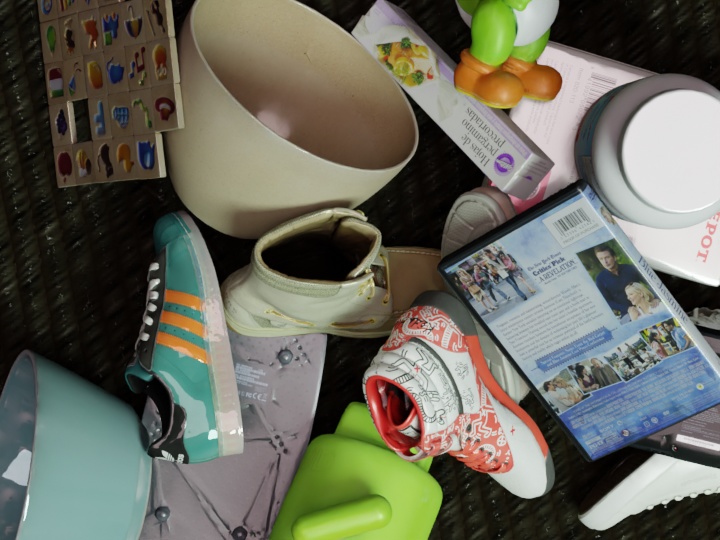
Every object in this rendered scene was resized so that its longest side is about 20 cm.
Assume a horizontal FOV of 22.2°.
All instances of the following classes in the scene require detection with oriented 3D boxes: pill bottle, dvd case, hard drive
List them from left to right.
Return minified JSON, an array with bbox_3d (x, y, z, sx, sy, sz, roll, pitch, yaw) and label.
[{"bbox_3d":[-0.109,0.131,1.484,0.135,0.042,0.201,14,92,0],"label":"hard drive"},{"bbox_3d":[0.168,0.041,1.364,0.143,0.018,0.200,-30,104,36],"label":"dvd case"},{"bbox_3d":[0.214,-0.084,1.306,0.108,0.200,0.109,0,93,1],"label":"pill bottle"}]

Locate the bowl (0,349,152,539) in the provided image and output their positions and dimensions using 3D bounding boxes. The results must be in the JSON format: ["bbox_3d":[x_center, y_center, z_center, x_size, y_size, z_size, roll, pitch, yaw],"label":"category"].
[{"bbox_3d":[-0.228,0.169,1.428,0.105,0.201,0.201,12,94,-19],"label":"bowl"}]

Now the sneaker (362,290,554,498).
[{"bbox_3d":[0.071,0.124,1.409,0.108,0.067,0.202,-50,121,-38],"label":"sneaker"}]

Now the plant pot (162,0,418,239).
[{"bbox_3d":[-0.075,-0.103,1.412,0.200,0.200,0.135,38,122,-2],"label":"plant pot"}]

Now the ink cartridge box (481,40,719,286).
[{"bbox_3d":[0.206,-0.084,1.448,0.199,0.083,0.147,17,93,0],"label":"ink cartridge box"}]

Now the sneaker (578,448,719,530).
[{"bbox_3d":[0.270,0.161,1.464,0.200,0.073,0.085,-37,93,8],"label":"sneaker"}]

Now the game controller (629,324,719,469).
[{"bbox_3d":[0.268,0.098,1.413,0.199,0.042,0.105,13,104,11],"label":"game controller"}]

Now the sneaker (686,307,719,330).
[{"bbox_3d":[0.248,0.044,1.459,0.200,0.076,0.116,-27,95,4],"label":"sneaker"}]

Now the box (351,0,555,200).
[{"bbox_3d":[0.069,-0.134,1.418,0.039,0.041,0.200,-50,61,16],"label":"box"}]

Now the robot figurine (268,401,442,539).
[{"bbox_3d":[-0.009,0.208,1.436,0.115,0.176,0.200,18,70,16],"label":"robot figurine"}]

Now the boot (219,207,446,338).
[{"bbox_3d":[0.000,0.000,1.404,0.199,0.155,0.072,-5,74,-17],"label":"boot"}]

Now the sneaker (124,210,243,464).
[{"bbox_3d":[-0.146,0.050,1.413,0.080,0.071,0.201,-9,72,-13],"label":"sneaker"}]

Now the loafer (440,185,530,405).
[{"bbox_3d":[0.109,0.017,1.437,0.072,0.063,0.200,21,129,37],"label":"loafer"}]

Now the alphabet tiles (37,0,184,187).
[{"bbox_3d":[-0.193,-0.152,1.408,0.008,0.200,0.168,-8,94,-37],"label":"alphabet tiles"}]

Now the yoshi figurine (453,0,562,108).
[{"bbox_3d":[0.138,-0.218,1.332,0.112,0.112,0.201,5,109,-14],"label":"yoshi figurine"}]
